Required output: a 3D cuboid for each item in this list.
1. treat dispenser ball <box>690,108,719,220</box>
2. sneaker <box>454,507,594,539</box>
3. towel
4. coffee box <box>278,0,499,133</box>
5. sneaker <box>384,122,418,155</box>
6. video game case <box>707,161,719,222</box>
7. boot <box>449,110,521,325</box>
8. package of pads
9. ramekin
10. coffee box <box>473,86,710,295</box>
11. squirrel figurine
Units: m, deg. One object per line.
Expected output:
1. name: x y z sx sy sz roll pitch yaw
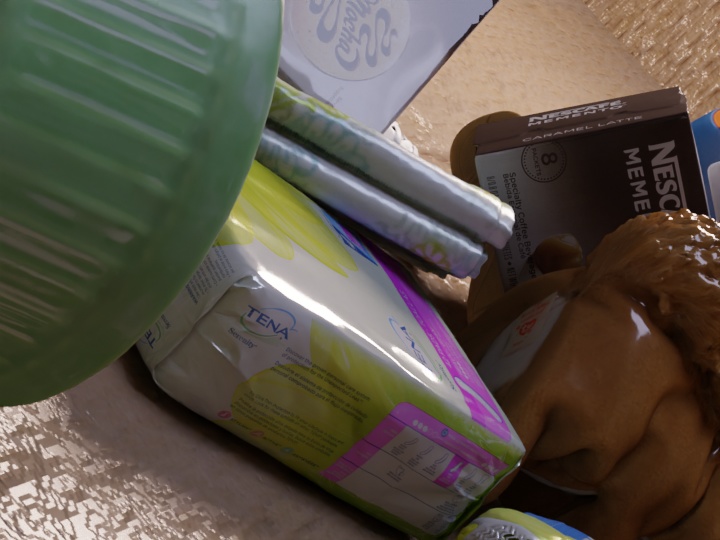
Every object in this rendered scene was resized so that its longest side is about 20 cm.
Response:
1. treat dispenser ball: 0.251 -0.004 1.550 0.201 0.201 0.201 43 14 -13
2. sneaker: 0.124 0.172 1.140 0.200 0.076 0.105 46 13 0
3. towel: -0.023 -0.058 1.253 0.200 0.048 0.171 29 -2 -3
4. coffee box: 0.003 -0.154 1.453 0.113 0.200 0.080 45 -31 -7
5. sneaker: -0.005 -0.090 1.511 0.200 0.072 0.072 46 12 -10
6. video game case: 0.263 0.021 1.394 0.200 0.023 0.182 -11 91 -48
7. boot: 0.112 0.025 1.530 0.155 0.073 0.200 54 20 -54
8. package of pads: -0.029 0.023 1.119 0.200 0.068 0.155 34 17 -41
9. ramekin: -0.127 -0.066 0.813 0.098 0.200 0.200 24 25 -42
10. coffee box: 0.134 0.016 1.354 0.080 0.114 0.200 -73 152 -74
11. squirrel figurine: 0.156 0.076 1.252 0.187 0.200 0.142 43 7 -17
